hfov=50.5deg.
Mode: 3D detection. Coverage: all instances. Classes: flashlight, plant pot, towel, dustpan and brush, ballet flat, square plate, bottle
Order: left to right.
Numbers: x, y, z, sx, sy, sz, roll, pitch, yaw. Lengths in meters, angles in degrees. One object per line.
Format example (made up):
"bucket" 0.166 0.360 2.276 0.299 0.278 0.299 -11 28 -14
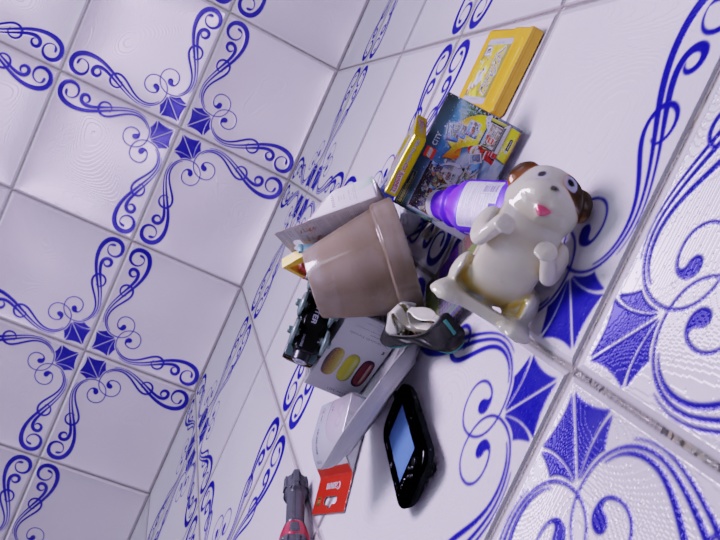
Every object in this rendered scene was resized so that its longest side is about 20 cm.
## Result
"flashlight" -0.122 0.466 1.423 0.067 0.068 0.200 -38 19 11
"plant pot" 0.000 0.000 1.287 0.200 0.171 0.203 -18 -90 -89
"square plate" 0.025 0.214 1.232 0.201 0.028 0.198 -59 -9 26
"dustpan and brush" 0.089 -0.117 1.476 0.200 0.056 0.142 -117 33 -69
"ballet flat" 0.086 0.083 1.187 0.068 0.069 0.199 -43 21 -28
"towel" 0.161 0.014 1.205 0.201 0.023 0.145 -54 21 39
"bottle" 0.174 -0.094 1.149 0.199 0.065 0.085 12 84 57

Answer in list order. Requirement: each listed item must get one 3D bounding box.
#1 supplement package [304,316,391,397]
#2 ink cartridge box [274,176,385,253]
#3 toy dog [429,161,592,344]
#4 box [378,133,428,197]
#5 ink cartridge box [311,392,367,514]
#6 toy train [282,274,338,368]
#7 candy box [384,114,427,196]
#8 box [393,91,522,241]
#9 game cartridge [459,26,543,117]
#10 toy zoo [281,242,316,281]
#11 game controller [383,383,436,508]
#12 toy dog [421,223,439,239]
"supplement package" -0.014 0.130 1.436 0.201 0.113 0.110 -57 18 32
"ink cartridge box" -0.041 -0.085 1.392 0.161 0.197 0.051 51 -156 -62
"toy dog" 0.210 -0.034 0.965 0.202 0.139 0.193 -63 -20 17
"box" 0.100 -0.197 1.398 0.122 0.032 0.200 -55 11 -16
"ink cartridge box" -0.052 0.336 1.399 0.162 0.057 0.202 -37 29 60
"toy train" -0.084 0.082 1.388 0.114 0.084 0.202 126 164 -66
"candy box" 0.078 -0.194 1.263 0.200 0.026 0.103 -74 9 -69
"box" 0.159 -0.170 1.253 0.202 0.135 0.038 -62 -8 12
"game cartridge" 0.250 -0.365 1.419 0.178 0.032 0.200 -64 15 8
"toy zoo" -0.056 -0.011 1.439 0.130 0.199 0.021 -20 60 28
"game controller" 0.068 0.257 1.134 0.105 0.042 0.200 -61 17 18
"toy dog" 0.134 -0.140 1.364 0.200 0.095 0.133 -17 51 69
